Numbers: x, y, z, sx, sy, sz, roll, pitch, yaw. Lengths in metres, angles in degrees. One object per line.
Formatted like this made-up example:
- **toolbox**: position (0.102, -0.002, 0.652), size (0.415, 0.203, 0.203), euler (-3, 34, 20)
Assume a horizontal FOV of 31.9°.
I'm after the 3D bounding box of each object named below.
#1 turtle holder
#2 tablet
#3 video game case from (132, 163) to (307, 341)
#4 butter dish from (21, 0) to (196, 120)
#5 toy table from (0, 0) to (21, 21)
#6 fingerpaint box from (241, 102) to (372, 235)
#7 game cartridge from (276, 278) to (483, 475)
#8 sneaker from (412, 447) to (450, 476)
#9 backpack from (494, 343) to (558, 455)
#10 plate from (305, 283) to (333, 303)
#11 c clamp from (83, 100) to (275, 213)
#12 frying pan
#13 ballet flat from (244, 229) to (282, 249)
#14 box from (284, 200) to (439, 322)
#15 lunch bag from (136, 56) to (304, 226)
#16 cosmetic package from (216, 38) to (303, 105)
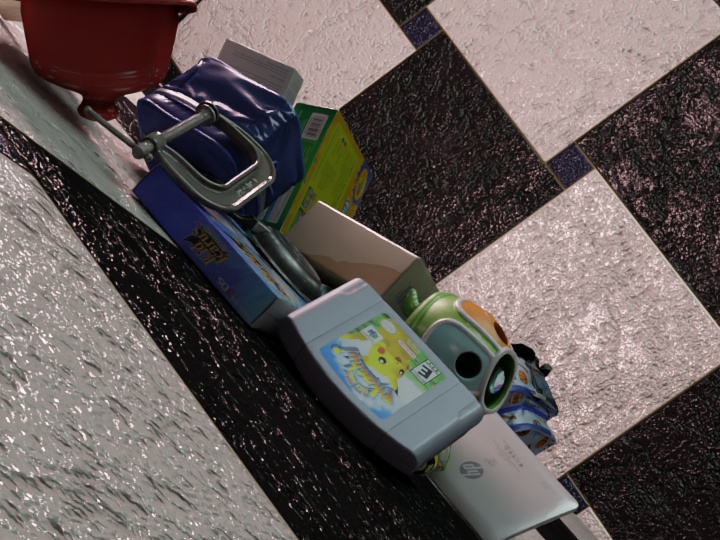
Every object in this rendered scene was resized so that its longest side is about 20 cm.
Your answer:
- **turtle holder**: position (0.096, 0.121, 1.445), size (0.131, 0.186, 0.141), euler (21, -29, 33)
- **tablet**: position (0.146, 0.230, 1.465), size (0.200, 0.130, 0.014), euler (48, -35, 43)
- **video game case**: position (-0.133, -0.009, 1.332), size (0.200, 0.045, 0.181), euler (47, 3, 19)
- **butter dish**: position (-0.280, -0.236, 1.356), size (0.199, 0.149, 0.199), euler (3, 8, -8)
- **toy table**: position (-0.342, -0.323, 1.516), size (0.117, 0.183, 0.201), euler (-119, -155, -51)
- **fingerpaint box**: position (-0.073, -0.100, 1.735), size (0.073, 0.201, 0.167), euler (14, -23, 26)
- **game cartridge**: position (0.016, 0.103, 1.248), size (0.200, 0.133, 0.041), euler (46, -43, 16)
- **sneaker**: position (0.015, 0.127, 1.287), size (0.200, 0.075, 0.076), euler (42, 8, 4)
- **backpack**: position (0.154, 0.185, 1.654), size (0.190, 0.200, 0.154), euler (39, 20, -47)
- **plate**: position (-0.020, 0.077, 1.483), size (0.200, 0.026, 0.200), euler (47, 17, -18)
- **c clamp**: position (-0.172, -0.133, 1.324), size (0.171, 0.027, 0.200), euler (45, 28, 6)
- **frying pan**: position (-0.105, -0.036, 1.401), size (0.190, 0.031, 0.115), euler (50, 4, -2)
- **ballet flat**: position (-0.113, -0.013, 1.543), size (0.071, 0.069, 0.200), euler (49, -3, -11)
- **box**: position (0.000, 0.000, 1.556), size (0.200, 0.078, 0.095), euler (30, -20, 45)
- **lunch bag**: position (-0.167, -0.144, 1.493), size (0.200, 0.132, 0.136), euler (32, -35, 30)
- **cosmetic package**: position (-0.166, -0.190, 1.668), size (0.107, 0.201, 0.085), euler (26, 0, 7)
